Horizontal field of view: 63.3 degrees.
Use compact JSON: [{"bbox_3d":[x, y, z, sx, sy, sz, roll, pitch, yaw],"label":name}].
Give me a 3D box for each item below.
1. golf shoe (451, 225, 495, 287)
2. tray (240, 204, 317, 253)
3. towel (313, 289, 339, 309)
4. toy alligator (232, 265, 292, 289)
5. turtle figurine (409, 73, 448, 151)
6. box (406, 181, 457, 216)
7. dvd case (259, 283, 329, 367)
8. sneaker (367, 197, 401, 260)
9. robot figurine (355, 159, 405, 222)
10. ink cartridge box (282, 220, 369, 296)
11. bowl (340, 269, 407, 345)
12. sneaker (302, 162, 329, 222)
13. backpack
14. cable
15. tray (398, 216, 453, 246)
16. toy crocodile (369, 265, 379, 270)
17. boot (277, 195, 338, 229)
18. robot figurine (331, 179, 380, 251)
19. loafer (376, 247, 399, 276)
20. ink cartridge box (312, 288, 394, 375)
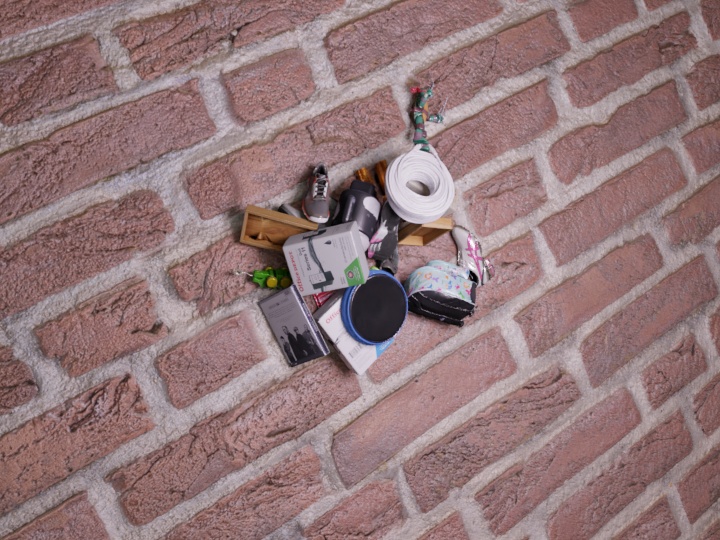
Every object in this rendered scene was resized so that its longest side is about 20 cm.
[{"bbox_3d":[0.333,-0.042,1.791,0.091,0.072,0.203,-36,98,-16],"label":"golf shoe"},{"bbox_3d":[-0.220,-0.104,1.579,0.193,0.037,0.101,15,122,-8],"label":"tray"},{"bbox_3d":[-0.069,0.050,1.673,0.141,0.022,0.206,-24,94,-20],"label":"towel"},{"bbox_3d":[-0.254,0.026,1.598,0.193,0.060,0.056,1,126,-19],"label":"toy alligator"},{"bbox_3d":[0.197,-0.475,1.766,0.148,0.098,0.208,18,79,-58],"label":"turtle figurine"},{"bbox_3d":[0.186,-0.234,1.711,0.197,0.094,0.080,26,62,-33],"label":"box"},{"bbox_3d":[-0.180,0.151,1.568,0.025,0.148,0.205,-31,96,-49],"label":"dvd case"},{"bbox_3d":[0.077,-0.124,1.655,0.078,0.087,0.204,18,119,-9],"label":"sneaker"},{"bbox_3d":[0.064,-0.212,1.718,0.141,0.058,0.206,-23,93,-16],"label":"robot figurine"},{"bbox_3d":[-0.090,-0.028,1.526,0.193,0.083,0.151,-12,110,16],"label":"ink cartridge box"},{"bbox_3d":[0.042,0.101,1.586,0.194,0.039,0.209,-1,92,-24],"label":"bowl"},{"bbox_3d":[-0.117,-0.219,1.598,0.074,0.083,0.204,5,48,-13],"label":"sneaker"},{"bbox_3d":[0.223,0.063,1.694,0.193,0.178,0.155,10,61,-13],"label":"backpack"},{"bbox_3d":[0.155,-0.225,1.565,0.196,0.070,0.203,-27,74,-23],"label":"cable"},{"bbox_3d":[0.179,-0.113,1.675,0.095,0.200,0.038,3,77,-17],"label":"tray"},{"bbox_3d":[0.000,0.000,1.649,0.197,0.062,0.069,33,82,0],"label":"toy crocodile"},{"bbox_3d":[-0.131,-0.163,1.654,0.197,0.067,0.134,33,69,-19],"label":"boot"},{"bbox_3d":[-0.016,-0.143,1.612,0.148,0.123,0.206,26,74,-35],"label":"robot figurine"},{"bbox_3d":[0.078,0.012,1.704,0.070,0.063,0.207,18,81,-16],"label":"loafer"},{"bbox_3d":[-0.022,0.162,1.627,0.145,0.083,0.202,-41,107,-16],"label":"ink cartridge box"}]
